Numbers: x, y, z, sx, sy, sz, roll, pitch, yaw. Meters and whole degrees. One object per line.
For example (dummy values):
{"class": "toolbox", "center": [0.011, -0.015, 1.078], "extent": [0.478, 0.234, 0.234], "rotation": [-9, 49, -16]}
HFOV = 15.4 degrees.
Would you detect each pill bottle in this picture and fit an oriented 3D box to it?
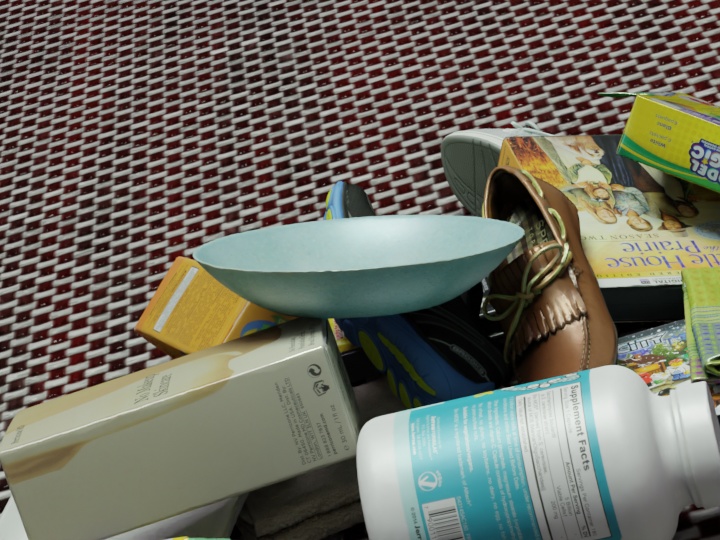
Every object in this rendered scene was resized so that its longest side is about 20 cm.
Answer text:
{"class": "pill bottle", "center": [0.105, 0.117, 1.499], "extent": [0.199, 0.111, 0.111], "rotation": [-13, 24, 9]}

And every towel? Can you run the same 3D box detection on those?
{"class": "towel", "center": [0.294, 0.016, 1.606], "extent": [0.199, 0.023, 0.144], "rotation": [-10, 24, 9]}
{"class": "towel", "center": [0.006, 0.114, 1.674], "extent": [0.199, 0.035, 0.133], "rotation": [-20, 25, -10]}

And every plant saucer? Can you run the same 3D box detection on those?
{"class": "plant saucer", "center": [0.000, 0.000, 1.601], "extent": [0.200, 0.039, 0.201], "rotation": [-4, 10, 1]}

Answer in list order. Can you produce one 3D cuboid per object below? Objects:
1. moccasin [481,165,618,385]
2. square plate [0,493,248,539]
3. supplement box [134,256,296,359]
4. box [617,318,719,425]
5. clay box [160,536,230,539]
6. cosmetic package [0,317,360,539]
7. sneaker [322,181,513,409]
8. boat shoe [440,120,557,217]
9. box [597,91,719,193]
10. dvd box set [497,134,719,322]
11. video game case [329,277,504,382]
{"class": "moccasin", "center": [0.110, 0.011, 1.633], "extent": [0.074, 0.078, 0.202], "rotation": [-32, 39, 27]}
{"class": "square plate", "center": [-0.143, 0.151, 1.646], "extent": [0.199, 0.028, 0.198], "rotation": [-12, 34, 30]}
{"class": "supplement box", "center": [-0.089, 0.041, 1.787], "extent": [0.069, 0.066, 0.200], "rotation": [-58, 18, -8]}
{"class": "box", "center": [0.224, 0.068, 1.615], "extent": [0.199, 0.038, 0.137], "rotation": [-16, 23, 2]}
{"class": "clay box", "center": [-0.163, 0.214, 1.500], "extent": [0.199, 0.048, 0.115], "rotation": [-9, 42, 25]}
{"class": "cosmetic package", "center": [-0.103, 0.095, 1.557], "extent": [0.199, 0.071, 0.105], "rotation": [-18, 11, 2]}
{"class": "sneaker", "center": [0.032, 0.018, 1.704], "extent": [0.082, 0.071, 0.200], "rotation": [-16, 46, -23]}
{"class": "boat shoe", "center": [0.143, -0.065, 1.932], "extent": [0.202, 0.075, 0.065], "rotation": [13, 31, 43]}
{"class": "box", "center": [0.255, -0.072, 1.748], "extent": [0.199, 0.049, 0.117], "rotation": [25, 12, 19]}
{"class": "dvd box set", "center": [0.187, -0.031, 1.771], "extent": [0.146, 0.029, 0.200], "rotation": [-1, 32, -13]}
{"class": "video game case", "center": [0.049, 0.022, 1.818], "extent": [0.180, 0.026, 0.200], "rotation": [-16, 14, 1]}
